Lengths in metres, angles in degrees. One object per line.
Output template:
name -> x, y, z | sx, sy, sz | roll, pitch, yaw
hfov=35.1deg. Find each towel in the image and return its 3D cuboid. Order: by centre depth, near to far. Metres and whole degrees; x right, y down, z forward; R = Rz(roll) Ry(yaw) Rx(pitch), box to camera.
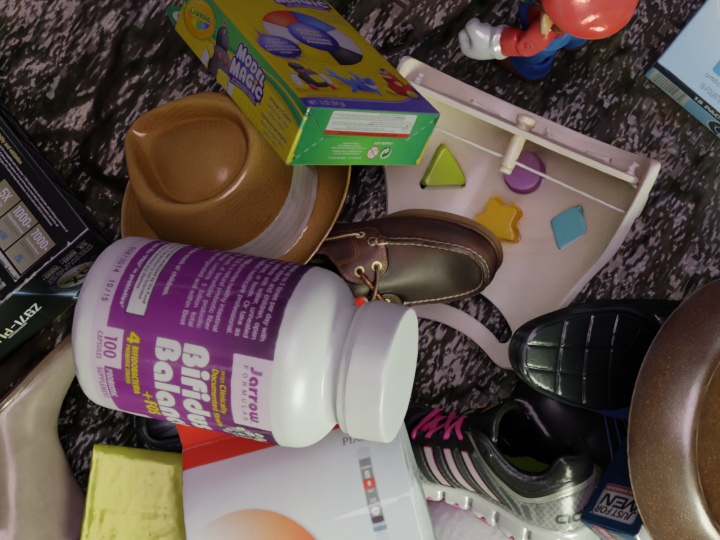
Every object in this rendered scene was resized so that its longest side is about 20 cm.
towel -> -0.101, 0.180, 0.831 | 0.198, 0.018, 0.087 | 9, 80, -13

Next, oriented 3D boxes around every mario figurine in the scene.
mario figurine -> 0.135, -0.206, 0.798 | 0.105, 0.200, 0.125 | 16, 84, 0

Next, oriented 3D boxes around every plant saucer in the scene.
plant saucer -> 0.254, 0.103, 0.715 | 0.198, 0.034, 0.203 | -1, 92, -27

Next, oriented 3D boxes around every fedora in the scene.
fedora -> -0.105, -0.068, 0.799 | 0.199, 0.082, 0.203 | -13, 59, 23

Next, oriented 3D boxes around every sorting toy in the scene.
sorting toy -> 0.095, -0.031, 0.837 | 0.199, 0.107, 0.182 | 26, 99, 18

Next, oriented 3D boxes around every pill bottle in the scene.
pill bottle -> -0.068, 0.048, 0.710 | 0.198, 0.112, 0.114 | 9, 84, 16

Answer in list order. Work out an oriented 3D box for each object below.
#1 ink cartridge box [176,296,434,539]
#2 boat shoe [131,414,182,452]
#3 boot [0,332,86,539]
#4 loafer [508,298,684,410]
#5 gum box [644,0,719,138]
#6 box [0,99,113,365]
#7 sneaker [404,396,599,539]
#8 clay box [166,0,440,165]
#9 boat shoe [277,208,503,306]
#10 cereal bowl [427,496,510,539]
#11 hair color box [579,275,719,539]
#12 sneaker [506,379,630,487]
ink cartridge box -> -0.044, 0.137, 0.762 | 0.160, 0.050, 0.202 | -16, 93, 9
boat shoe -> -0.080, 0.073, 0.836 | 0.198, 0.066, 0.075 | -23, 86, -3
boot -> -0.230, 0.166, 0.832 | 0.146, 0.070, 0.200 | 43, 87, -3
loafer -> 0.177, 0.054, 0.802 | 0.198, 0.072, 0.074 | 3, 101, -33
gum box -> 0.349, -0.177, 0.877 | 0.170, 0.045, 0.201 | 39, 86, 3
box -> -0.299, -0.039, 0.819 | 0.163, 0.086, 0.200 | -41, 76, -4
sneaker -> 0.081, 0.120, 0.796 | 0.199, 0.074, 0.088 | 23, 123, 31
clay box -> -0.046, -0.148, 0.795 | 0.200, 0.114, 0.048 | 51, 130, 35
boat shoe -> 0.000, 0.000, 0.810 | 0.198, 0.070, 0.071 | 0, 122, 25
cereal bowl -> 0.087, 0.252, 0.815 | 0.197, 0.083, 0.203 | 0, 84, -1
hair color box -> 0.239, 0.112, 0.760 | 0.100, 0.060, 0.201 | 41, 72, -22
sneaker -> 0.199, 0.131, 0.841 | 0.198, 0.070, 0.078 | 25, 107, -4
